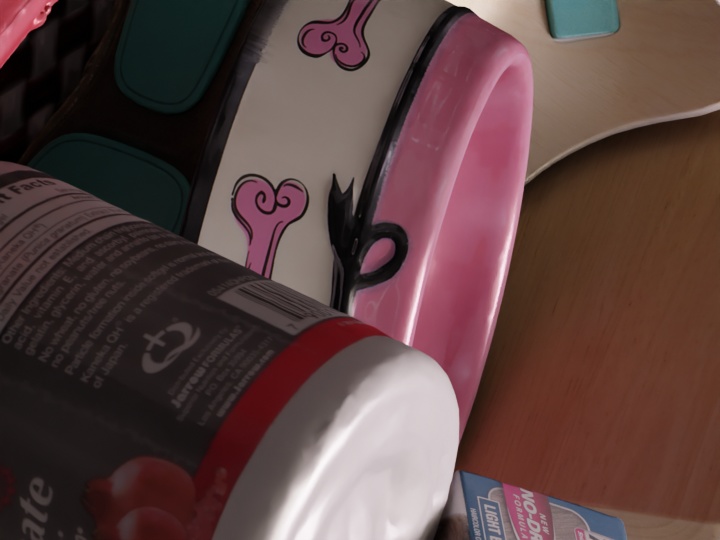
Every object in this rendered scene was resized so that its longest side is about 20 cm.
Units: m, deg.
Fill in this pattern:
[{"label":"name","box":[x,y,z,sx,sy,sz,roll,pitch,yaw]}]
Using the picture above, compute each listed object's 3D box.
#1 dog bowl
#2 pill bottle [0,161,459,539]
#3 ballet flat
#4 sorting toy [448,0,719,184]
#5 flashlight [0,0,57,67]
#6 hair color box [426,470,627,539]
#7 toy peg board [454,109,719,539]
[{"label":"dog bowl","box":[0.000,0.000,0.916,0.200,0.073,0.202,13,90,-78]},{"label":"pill bottle","box":[-0.082,0.036,0.783,0.111,0.199,0.111,-45,149,-38]},{"label":"ballet flat","box":[-0.066,-0.039,0.915,0.201,0.070,0.065,-61,166,-4]},{"label":"sorting toy","box":[0.041,-0.110,1.025,0.180,0.107,0.200,-48,122,-5]},{"label":"flashlight","box":[-0.095,-0.075,0.767,0.068,0.068,0.200,-45,-171,52]},{"label":"hair color box","box":[0.008,0.162,0.827,0.200,0.060,0.100,-54,-150,34]},{"label":"toy peg board","box":[0.079,0.033,1.059,0.098,0.198,0.201,70,36,-44]}]
